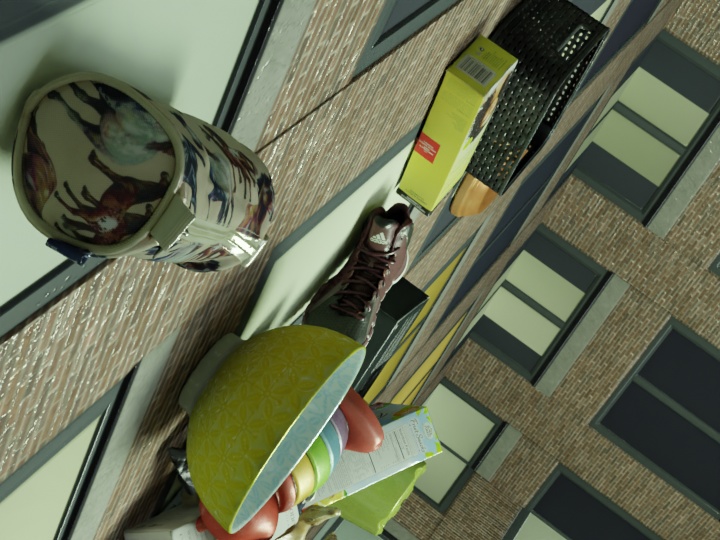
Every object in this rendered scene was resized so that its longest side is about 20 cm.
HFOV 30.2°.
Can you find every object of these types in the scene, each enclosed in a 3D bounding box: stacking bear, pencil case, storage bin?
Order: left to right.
[{"bbox_3d":[-0.097,-0.038,0.652,0.078,0.090,0.200,-38,173,6],"label":"pencil case"},{"bbox_3d":[-0.085,0.196,1.333,0.121,0.114,0.200,-13,-156,41],"label":"stacking bear"},{"bbox_3d":[0.179,-0.199,1.483,0.135,0.093,0.201,-47,167,-38],"label":"storage bin"}]

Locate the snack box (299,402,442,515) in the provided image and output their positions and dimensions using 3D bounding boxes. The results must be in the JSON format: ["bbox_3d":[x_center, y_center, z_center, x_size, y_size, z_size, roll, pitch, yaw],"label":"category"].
[{"bbox_3d":[-0.021,0.234,1.678,0.199,0.068,0.168,-23,-175,-20],"label":"snack box"}]

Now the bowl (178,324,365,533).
[{"bbox_3d":[-0.094,0.117,1.171,0.201,0.107,0.200,-52,170,-12],"label":"bowl"}]

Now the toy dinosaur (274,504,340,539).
[{"bbox_3d":[-0.085,0.290,1.323,0.200,0.058,0.101,-52,154,14],"label":"toy dinosaur"}]

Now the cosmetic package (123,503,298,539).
[{"bbox_3d":[-0.144,0.283,1.369,0.074,0.103,0.199,-9,-175,35],"label":"cosmetic package"}]

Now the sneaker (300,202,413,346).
[{"bbox_3d":[0.000,0.000,1.389,0.116,0.075,0.201,107,9,-49],"label":"sneaker"}]

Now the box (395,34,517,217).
[{"bbox_3d":[0.097,-0.146,1.385,0.075,0.050,0.200,-48,170,-34],"label":"box"}]

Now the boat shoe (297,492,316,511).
[{"bbox_3d":[-0.069,0.221,1.521,0.199,0.093,0.075,-29,-142,15],"label":"boat shoe"}]

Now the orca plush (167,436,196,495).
[{"bbox_3d":[-0.105,0.138,1.295,0.200,0.105,0.071,-50,-166,-21],"label":"orca plush"}]

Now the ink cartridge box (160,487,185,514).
[{"bbox_3d":[-0.221,0.310,1.434,0.200,0.042,0.120,-52,170,-37],"label":"ink cartridge box"}]

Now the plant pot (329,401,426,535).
[{"bbox_3d":[-0.015,0.263,1.852,0.201,0.189,0.200,-53,172,-11],"label":"plant pot"}]

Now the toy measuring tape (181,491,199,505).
[{"bbox_3d":[-0.121,0.202,1.430,0.200,0.073,0.074,-52,172,-47],"label":"toy measuring tape"}]

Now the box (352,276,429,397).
[{"bbox_3d":[-0.013,0.104,1.639,0.201,0.079,0.141,-57,173,20],"label":"box"}]

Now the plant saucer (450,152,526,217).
[{"bbox_3d":[0.200,-0.156,1.923,0.201,0.037,0.200,-53,171,-11],"label":"plant saucer"}]
